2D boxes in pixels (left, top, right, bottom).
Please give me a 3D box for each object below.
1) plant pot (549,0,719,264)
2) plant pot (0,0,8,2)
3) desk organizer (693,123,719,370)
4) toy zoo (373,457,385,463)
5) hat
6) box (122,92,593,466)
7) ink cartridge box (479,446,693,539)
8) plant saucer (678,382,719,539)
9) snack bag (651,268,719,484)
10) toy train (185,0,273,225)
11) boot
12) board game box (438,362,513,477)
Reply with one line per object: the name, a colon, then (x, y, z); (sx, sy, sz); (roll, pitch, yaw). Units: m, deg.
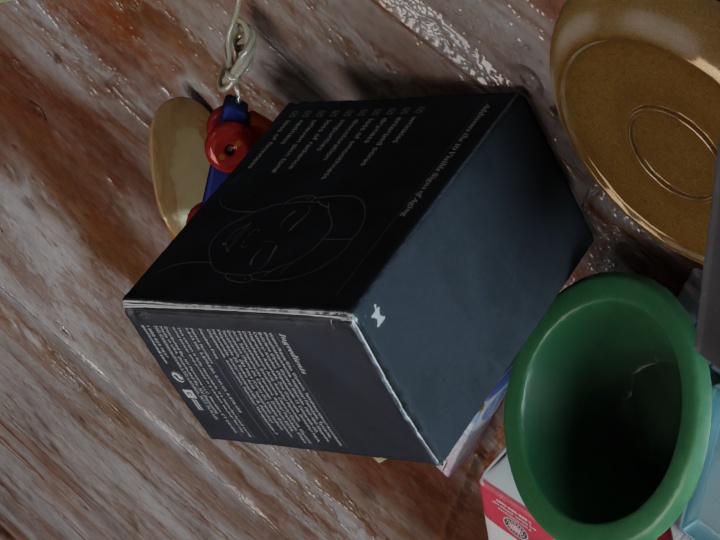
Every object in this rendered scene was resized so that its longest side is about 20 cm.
plant pot: (0.174, -0.068, 1.031); (0.200, 0.027, 0.201); (36, 155, 20)
plant pot: (-0.228, -0.293, 1.174); (0.201, 0.200, 0.184); (48, 146, -4)
desk organizer: (0.216, -0.029, 0.909); (0.072, 0.077, 0.201); (42, 150, 36)
toy zoo: (0.008, 0.075, 1.436); (0.131, 0.020, 0.200); (48, 157, -1)
hat: (0.200, 0.095, 1.191); (0.175, 0.167, 0.199); (8, 166, -36)
box: (0.000, 0.000, 1.172); (0.196, 0.200, 0.124); (0, 132, 44)
ink cartridge box: (0.173, 0.216, 1.417); (0.147, 0.086, 0.201); (31, 154, 29)
plant saucer: (0.240, 0.134, 1.206); (0.070, 0.019, 0.201); (37, 157, 22)
snack bag: (0.258, 0.103, 1.173); (0.200, 0.021, 0.189); (40, 157, 16)
toy train: (-0.048, -0.085, 1.313); (0.115, 0.202, 0.085); (12, -166, -7)
boot: (-0.127, -0.044, 1.534); (0.144, 0.070, 0.203); (-148, 38, -74)
board game box: (0.022, 0.043, 1.445); (0.200, 0.043, 0.199); (42, 157, 12)
